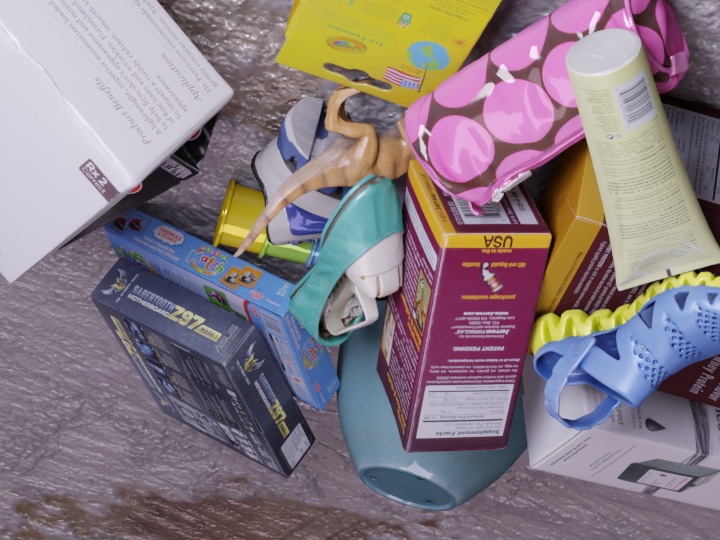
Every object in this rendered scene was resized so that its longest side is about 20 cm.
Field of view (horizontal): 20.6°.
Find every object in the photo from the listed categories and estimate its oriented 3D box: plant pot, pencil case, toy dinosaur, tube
[{"bbox_3d":[0.061,0.133,1.756,0.200,0.135,0.200,16,156,8],"label":"plant pot"},{"bbox_3d":[0.132,-0.123,1.369,0.200,0.094,0.091,-33,164,29],"label":"pencil case"},{"bbox_3d":[-0.006,-0.085,1.480,0.200,0.106,0.060,-17,-168,-20],"label":"toy dinosaur"},{"bbox_3d":[0.185,-0.069,1.329,0.058,0.052,0.200,15,141,41],"label":"tube"}]

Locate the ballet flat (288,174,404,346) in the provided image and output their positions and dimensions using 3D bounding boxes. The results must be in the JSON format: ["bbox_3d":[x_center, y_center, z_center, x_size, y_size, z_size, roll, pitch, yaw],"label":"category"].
[{"bbox_3d":[0.000,0.000,1.517,0.070,0.067,0.200,53,150,13],"label":"ballet flat"}]

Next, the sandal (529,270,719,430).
[{"bbox_3d":[0.204,0.063,1.428,0.079,0.087,0.200,37,139,-28],"label":"sandal"}]

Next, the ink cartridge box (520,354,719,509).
[{"bbox_3d":[0.235,0.102,1.628,0.200,0.146,0.084,14,143,-28],"label":"ink cartridge box"}]

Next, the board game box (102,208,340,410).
[{"bbox_3d":[-0.120,0.032,1.721,0.200,0.037,0.151,24,154,27],"label":"board game box"}]

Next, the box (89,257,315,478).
[{"bbox_3d":[-0.136,0.087,1.736,0.158,0.051,0.200,24,154,30],"label":"box"}]

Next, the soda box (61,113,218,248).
[{"bbox_3d":[-0.205,-0.088,1.604,0.063,0.071,0.200,36,141,-29],"label":"soda box"}]

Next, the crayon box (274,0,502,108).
[{"bbox_3d":[0.027,-0.197,1.373,0.127,0.051,0.200,19,146,-10],"label":"crayon box"}]

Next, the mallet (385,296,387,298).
[{"bbox_3d":[0.084,0.018,1.697,0.200,0.041,0.066,9,149,13],"label":"mallet"}]

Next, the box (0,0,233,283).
[{"bbox_3d":[-0.236,-0.130,1.432,0.199,0.131,0.200,50,138,-7],"label":"box"}]

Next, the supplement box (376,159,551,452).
[{"bbox_3d":[0.075,0.028,1.507,0.086,0.110,0.200,0,124,-14],"label":"supplement box"}]

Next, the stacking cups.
[{"bbox_3d":[-0.021,-0.022,1.657,0.200,0.061,0.061,16,148,-9],"label":"stacking cups"}]

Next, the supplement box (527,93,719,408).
[{"bbox_3d":[0.239,-0.014,1.499,0.200,0.133,0.197,16,147,-3],"label":"supplement box"}]

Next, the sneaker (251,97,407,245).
[{"bbox_3d":[-0.010,-0.052,1.588,0.199,0.081,0.115,37,141,-21],"label":"sneaker"}]
